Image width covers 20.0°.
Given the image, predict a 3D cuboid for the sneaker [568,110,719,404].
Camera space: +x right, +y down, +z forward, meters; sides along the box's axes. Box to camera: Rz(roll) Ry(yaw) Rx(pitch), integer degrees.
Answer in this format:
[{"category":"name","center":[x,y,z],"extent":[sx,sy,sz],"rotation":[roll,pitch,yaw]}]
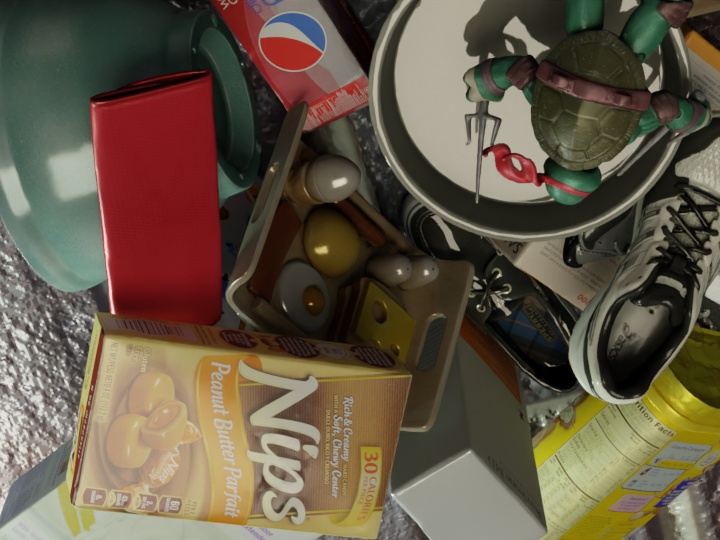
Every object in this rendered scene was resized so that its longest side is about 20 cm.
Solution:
[{"category":"sneaker","center":[0.200,-0.003,1.284],"extent":[0.076,0.088,0.200],"rotation":[22,100,-5]}]

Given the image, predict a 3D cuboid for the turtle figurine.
[{"category":"turtle figurine","center":[0.142,-0.113,1.206],"extent":[0.150,0.101,0.200],"rotation":[16,108,-4]}]

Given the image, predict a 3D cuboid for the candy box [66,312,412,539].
[{"category":"candy box","center":[-0.078,0.099,1.293],"extent":[0.200,0.055,0.116],"rotation":[8,104,-15]}]

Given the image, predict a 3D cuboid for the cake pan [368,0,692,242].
[{"category":"cake pan","center":[0.105,-0.116,1.275],"extent":[0.200,0.037,0.201],"rotation":[1,114,2]}]

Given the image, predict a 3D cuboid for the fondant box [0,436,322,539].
[{"category":"fondant box","center":[-0.133,0.162,1.401],"extent":[0.200,0.058,0.144],"rotation":[-37,112,27]}]

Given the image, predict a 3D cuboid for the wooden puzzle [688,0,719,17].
[{"category":"wooden puzzle","center":[0.268,-0.256,1.279],"extent":[0.046,0.185,0.200],"rotation":[41,117,15]}]

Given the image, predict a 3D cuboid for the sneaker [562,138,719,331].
[{"category":"sneaker","center":[0.197,-0.010,1.363],"extent":[0.115,0.075,0.200],"rotation":[-25,104,1]}]

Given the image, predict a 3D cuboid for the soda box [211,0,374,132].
[{"category":"soda box","center":[-0.061,-0.191,1.349],"extent":[0.063,0.070,0.200],"rotation":[-25,122,15]}]

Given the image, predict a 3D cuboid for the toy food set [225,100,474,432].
[{"category":"toy food set","center":[0.000,0.000,1.370],"extent":[0.060,0.144,0.200],"rotation":[-14,137,39]}]

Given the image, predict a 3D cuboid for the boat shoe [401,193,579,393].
[{"category":"boat shoe","center":[0.105,0.014,1.505],"extent":[0.069,0.057,0.200],"rotation":[-35,119,19]}]

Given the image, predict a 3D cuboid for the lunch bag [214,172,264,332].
[{"category":"lunch bag","center":[-0.083,0.038,1.443],"extent":[0.124,0.170,0.200],"rotation":[-10,122,9]}]

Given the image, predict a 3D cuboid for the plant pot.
[{"category":"plant pot","center":[-0.145,-0.097,1.318],"extent":[0.134,0.200,0.200],"rotation":[-11,125,17]}]

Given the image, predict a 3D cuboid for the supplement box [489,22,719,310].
[{"category":"supplement box","center":[0.200,-0.062,1.418],"extent":[0.126,0.074,0.200],"rotation":[34,98,-23]}]

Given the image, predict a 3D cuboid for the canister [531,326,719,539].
[{"category":"canister","center":[0.203,0.136,1.555],"extent":[0.148,0.087,0.200],"rotation":[10,132,-48]}]

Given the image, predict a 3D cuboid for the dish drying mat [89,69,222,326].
[{"category":"dish drying mat","center":[-0.124,-0.034,1.256],"extent":[0.077,0.018,0.200],"rotation":[-15,133,-17]}]

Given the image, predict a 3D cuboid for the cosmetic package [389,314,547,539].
[{"category":"cosmetic package","center":[0.071,0.113,1.484],"extent":[0.071,0.200,0.101],"rotation":[-32,121,18]}]
